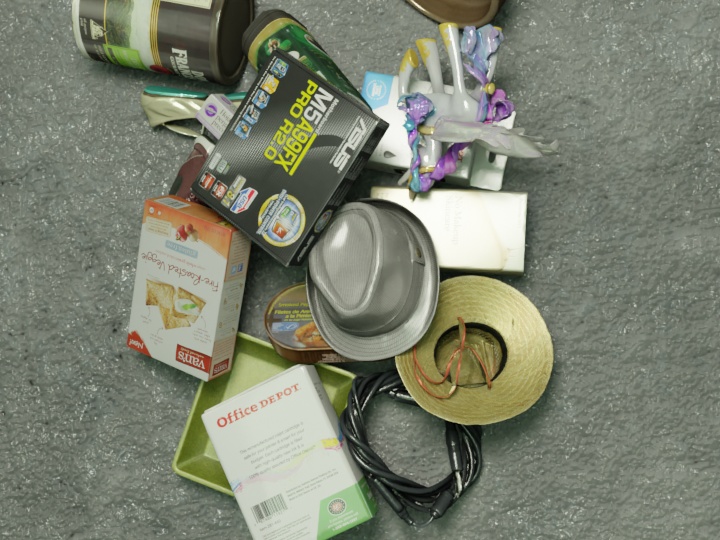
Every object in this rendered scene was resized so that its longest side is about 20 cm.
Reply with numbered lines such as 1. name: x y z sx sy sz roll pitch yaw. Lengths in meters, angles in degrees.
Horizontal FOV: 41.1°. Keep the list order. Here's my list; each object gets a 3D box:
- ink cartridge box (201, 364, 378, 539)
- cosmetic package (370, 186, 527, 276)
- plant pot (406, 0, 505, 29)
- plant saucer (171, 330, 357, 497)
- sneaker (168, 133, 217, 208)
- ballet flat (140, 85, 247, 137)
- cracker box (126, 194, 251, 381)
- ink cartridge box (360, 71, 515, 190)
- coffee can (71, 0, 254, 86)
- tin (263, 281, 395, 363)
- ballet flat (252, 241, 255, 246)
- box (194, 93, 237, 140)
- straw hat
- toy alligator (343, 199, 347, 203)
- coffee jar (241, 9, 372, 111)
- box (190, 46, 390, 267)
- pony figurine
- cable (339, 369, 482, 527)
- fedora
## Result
1. ink cartridge box: -0.085 0.234 1.179 0.144 0.084 0.202 -26 83 5
2. cosmetic package: 0.112 -0.050 1.228 0.198 0.073 0.105 2 86 9
3. plant pot: 0.136 -0.437 1.210 0.200 0.200 0.175 36 74 9
4. plant saucer: -0.120 0.199 1.254 0.198 0.048 0.202 19 88 10
5. sneaker: -0.186 -0.087 1.243 0.116 0.075 0.200 -51 42 5
6. ballet flat: -0.199 -0.212 1.296 0.198 0.069 0.070 5 86 10
7. cracker box: -0.216 0.021 1.206 0.133 0.058 0.202 19 109 23
8. ink cartridge box: 0.094 -0.179 1.242 0.198 0.068 0.117 11 87 8
9. coffee can: -0.255 -0.333 1.265 0.198 0.146 0.148 12 87 9
10. tin: -0.024 0.065 1.229 0.198 0.042 0.113 -2 53 7
11. ballet flat: -0.172 -0.052 1.278 0.199 0.068 0.073 -38 61 3
12. box: -0.126 -0.145 1.230 0.200 0.041 0.039 45 107 6
13. straw hat: 0.133 0.111 1.201 0.199 0.085 0.203 3 65 -6
14. toy alligator: -0.060 -0.127 1.271 0.201 0.059 0.054 54 136 5
15. coffee jar: -0.072 -0.244 1.223 0.085 0.104 0.201 -44 55 13
16. box: -0.084 -0.131 1.117 0.160 0.044 0.201 37 102 17
17. pony figurine: 0.122 -0.188 1.145 0.192 0.166 0.202 0 88 40
18. cable: 0.065 0.204 1.198 0.163 0.051 0.200 -38 86 -21
19. fedora: 0.000 0.000 1.142 0.175 0.090 0.202 -7 73 22
